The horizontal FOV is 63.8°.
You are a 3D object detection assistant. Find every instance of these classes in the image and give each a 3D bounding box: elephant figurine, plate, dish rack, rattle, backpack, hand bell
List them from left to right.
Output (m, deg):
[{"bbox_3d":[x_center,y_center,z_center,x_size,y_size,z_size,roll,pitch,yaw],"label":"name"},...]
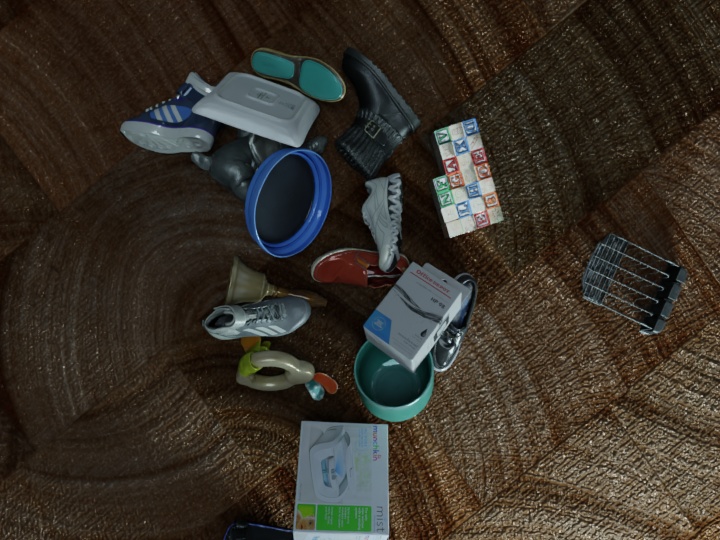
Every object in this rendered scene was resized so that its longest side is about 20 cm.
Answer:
[{"bbox_3d":[-0.179,-0.304,1.051,0.195,0.201,0.033,19,125,-3],"label":"plate"},{"bbox_3d":[-0.185,0.594,1.100,0.178,0.148,0.205,10,66,-2],"label":"backpack"},{"bbox_3d":[-0.182,-0.226,1.089,0.140,0.155,0.202,35,87,19],"label":"elephant figurine"},{"bbox_3d":[-0.160,0.041,1.130,0.195,0.104,0.107,12,93,-14],"label":"hand bell"},{"bbox_3d":[-0.146,0.170,1.154,0.195,0.144,0.132,6,126,-17],"label":"rattle"},{"bbox_3d":[0.541,0.024,1.159,0.196,0.055,0.156,25,91,-1],"label":"dish rack"}]

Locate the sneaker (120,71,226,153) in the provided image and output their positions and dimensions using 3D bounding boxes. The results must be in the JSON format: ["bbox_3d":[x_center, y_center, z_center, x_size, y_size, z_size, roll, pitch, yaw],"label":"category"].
[{"bbox_3d":[-0.351,-0.309,1.109,0.195,0.081,0.150,7,72,14],"label":"sneaker"}]

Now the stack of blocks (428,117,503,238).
[{"bbox_3d":[0.194,-0.178,1.132,0.112,0.059,0.205,-17,94,-1],"label":"stack of blocks"}]

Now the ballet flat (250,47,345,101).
[{"bbox_3d":[-0.111,-0.378,1.099,0.196,0.063,0.070,24,116,6],"label":"ballet flat"}]

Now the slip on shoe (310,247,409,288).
[{"bbox_3d":[0.000,0.000,1.125,0.194,0.062,0.076,0,124,-3],"label":"slip on shoe"}]

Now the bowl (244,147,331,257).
[{"bbox_3d":[-0.133,-0.127,1.069,0.039,0.199,0.205,23,92,33],"label":"bowl"}]

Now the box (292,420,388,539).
[{"bbox_3d":[-0.034,0.401,1.090,0.171,0.098,0.204,3,54,-1],"label":"box"}]

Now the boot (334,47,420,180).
[{"bbox_3d":[-0.001,-0.300,1.109,0.157,0.079,0.212,-42,94,1],"label":"boot"}]

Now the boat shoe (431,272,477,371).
[{"bbox_3d":[0.185,0.105,1.143,0.069,0.066,0.204,22,92,-3],"label":"boat shoe"}]

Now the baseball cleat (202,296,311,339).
[{"bbox_3d":[-0.188,0.089,1.052,0.195,0.107,0.071,-15,78,-2],"label":"baseball cleat"}]

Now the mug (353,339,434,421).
[{"bbox_3d":[0.079,0.201,1.109,0.182,0.115,0.154,-25,59,-9],"label":"mug"}]

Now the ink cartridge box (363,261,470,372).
[{"bbox_3d":[0.108,0.069,1.072,0.115,0.067,0.201,31,70,23],"label":"ink cartridge box"}]

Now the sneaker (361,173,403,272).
[{"bbox_3d":[0.041,-0.090,1.108,0.079,0.076,0.205,0,65,7],"label":"sneaker"}]
